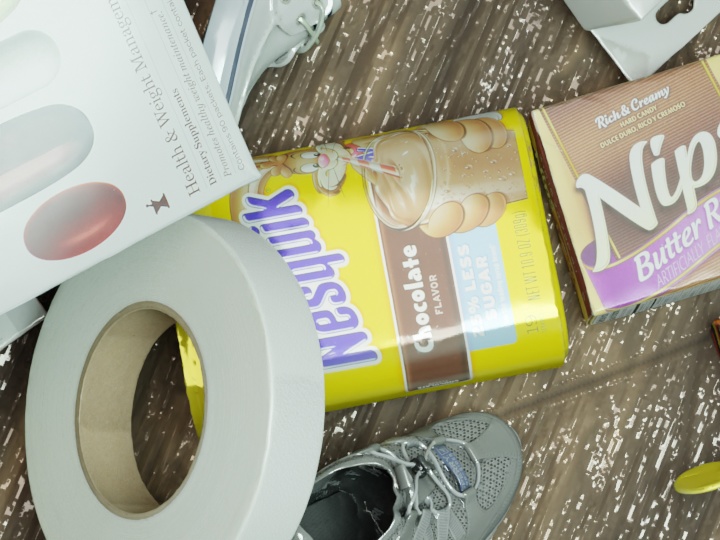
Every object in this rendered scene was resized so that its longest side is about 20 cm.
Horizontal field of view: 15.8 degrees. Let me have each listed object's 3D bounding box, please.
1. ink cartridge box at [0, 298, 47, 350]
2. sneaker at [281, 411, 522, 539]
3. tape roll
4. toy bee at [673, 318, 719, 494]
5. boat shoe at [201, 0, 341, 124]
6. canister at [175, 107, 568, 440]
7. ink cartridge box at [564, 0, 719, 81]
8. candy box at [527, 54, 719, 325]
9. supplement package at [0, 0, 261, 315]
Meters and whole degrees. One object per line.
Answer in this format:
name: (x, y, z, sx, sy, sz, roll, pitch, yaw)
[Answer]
ink cartridge box: (-0.290, -0.001, 1.408, 0.176, 0.045, 0.200, -35, 82, -1)
sneaker: (0.020, 0.122, 1.322, 0.200, 0.082, 0.075, -29, 72, -40)
tape roll: (-0.096, 0.070, 1.291, 0.037, 0.202, 0.204, 7, 79, -42)
toy bee: (0.242, 0.105, 1.338, 0.131, 0.109, 0.200, -40, 82, -5)
boat shoe: (-0.042, -0.150, 1.398, 0.066, 0.074, 0.201, 18, 74, -6)
canister: (0.000, 0.000, 1.376, 0.199, 0.087, 0.149, -11, 80, -1)
ink cartridge box: (0.138, -0.209, 1.369, 0.116, 0.067, 0.200, -42, 104, -16)
candy box: (0.200, -0.055, 1.390, 0.199, 0.056, 0.117, -16, 82, -1)
supplement package: (-0.190, -0.090, 1.249, 0.199, 0.147, 0.192, -29, 107, -17)
